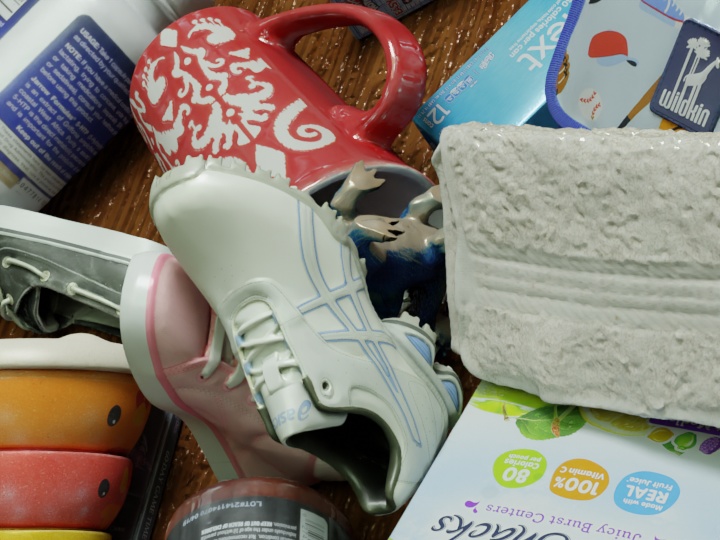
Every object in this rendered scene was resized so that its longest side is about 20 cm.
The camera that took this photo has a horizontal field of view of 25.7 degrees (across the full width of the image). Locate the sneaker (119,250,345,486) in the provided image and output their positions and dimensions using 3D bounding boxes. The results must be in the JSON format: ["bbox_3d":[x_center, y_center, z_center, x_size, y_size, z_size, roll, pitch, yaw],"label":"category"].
[{"bbox_3d":[-0.049,0.054,0.836,0.104,0.201,0.076,-5,53,17],"label":"sneaker"}]

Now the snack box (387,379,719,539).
[{"bbox_3d":[0.109,0.131,0.745,0.167,0.068,0.201,6,44,31],"label":"snack box"}]

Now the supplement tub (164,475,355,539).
[{"bbox_3d":[-0.053,0.208,0.774,0.106,0.107,0.201,-18,40,16],"label":"supplement tub"}]

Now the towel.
[{"bbox_3d":[0.116,-0.002,0.736,0.199,0.034,0.134,6,108,43],"label":"towel"}]

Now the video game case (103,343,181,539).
[{"bbox_3d":[-0.186,0.138,0.965,0.142,0.019,0.202,1,62,27],"label":"video game case"}]

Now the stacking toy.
[{"bbox_3d":[-0.183,0.142,0.896,0.145,0.146,0.202,-6,80,24],"label":"stacking toy"}]

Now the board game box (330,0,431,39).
[{"bbox_3d":[0.042,-0.259,1.049,0.199,0.062,0.200,-38,53,2],"label":"board game box"}]

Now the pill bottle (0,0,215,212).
[{"bbox_3d":[-0.198,-0.143,1.068,0.200,0.120,0.120,-44,53,-3],"label":"pill bottle"}]

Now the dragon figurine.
[{"bbox_3d":[0.000,0.000,0.839,0.100,0.199,0.059,-57,45,31],"label":"dragon figurine"}]

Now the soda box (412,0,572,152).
[{"bbox_3d":[0.129,-0.126,0.925,0.200,0.068,0.064,-44,53,-2],"label":"soda box"}]

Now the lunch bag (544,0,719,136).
[{"bbox_3d":[0.183,-0.062,0.765,0.124,0.201,0.169,-36,51,-27],"label":"lunch bag"}]

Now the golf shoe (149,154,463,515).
[{"bbox_3d":[-0.029,0.033,0.759,0.078,0.200,0.098,-34,20,35],"label":"golf shoe"}]

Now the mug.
[{"bbox_3d":[-0.037,-0.076,0.948,0.177,0.134,0.200,-40,48,2],"label":"mug"}]

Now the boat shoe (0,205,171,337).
[{"bbox_3d":[-0.205,0.004,1.019,0.198,0.071,0.064,9,66,29],"label":"boat shoe"}]
